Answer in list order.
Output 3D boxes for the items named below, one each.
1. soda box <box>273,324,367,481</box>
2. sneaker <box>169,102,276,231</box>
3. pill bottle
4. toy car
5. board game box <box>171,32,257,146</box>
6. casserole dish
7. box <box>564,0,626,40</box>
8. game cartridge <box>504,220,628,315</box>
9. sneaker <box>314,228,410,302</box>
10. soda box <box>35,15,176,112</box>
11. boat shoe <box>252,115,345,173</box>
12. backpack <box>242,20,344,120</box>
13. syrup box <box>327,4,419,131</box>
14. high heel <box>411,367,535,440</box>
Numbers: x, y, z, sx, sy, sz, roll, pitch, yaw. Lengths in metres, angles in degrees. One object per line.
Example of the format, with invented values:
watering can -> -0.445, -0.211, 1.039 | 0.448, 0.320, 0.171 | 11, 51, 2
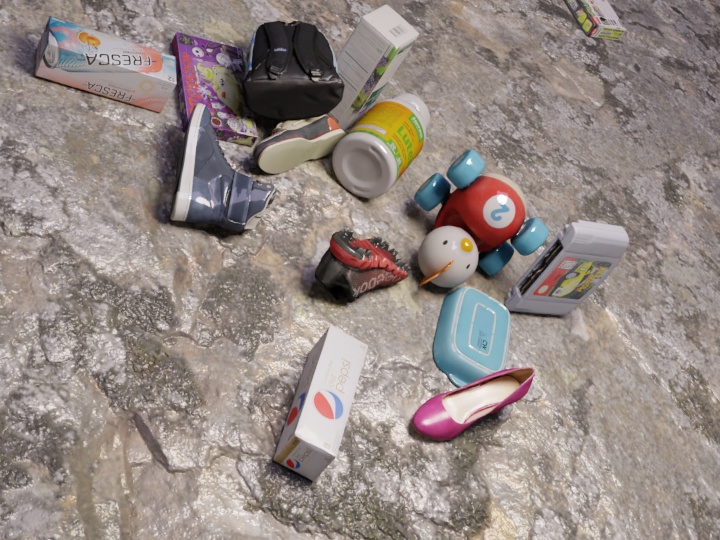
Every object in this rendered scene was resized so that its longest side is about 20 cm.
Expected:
soda box -> -0.050, 0.172, 1.499 | 0.063, 0.068, 0.201 | 29, 42, -11
sneaker -> -0.194, -0.145, 1.660 | 0.145, 0.077, 0.204 | 10, 57, -13
pill bottle -> 0.042, -0.213, 1.872 | 0.111, 0.111, 0.200 | 38, 41, 0
toy car -> 0.159, -0.044, 1.780 | 0.184, 0.177, 0.201 | 44, 53, -11
board game box -> -0.232, -0.288, 1.809 | 0.119, 0.032, 0.202 | 6, 51, -26
casserole dish -> 0.178, 0.099, 1.750 | 0.120, 0.039, 0.201 | 29, 43, -10
box -> 0.521, -0.619, 2.630 | 0.109, 0.035, 0.201 | -2, 55, -36
game cartridge -> 0.334, 0.001, 1.824 | 0.132, 0.201, 0.041 | 2, 50, -34
sneaker -> 0.000, 0.000, 1.688 | 0.071, 0.098, 0.200 | 46, 17, 27
soda box -> -0.374, -0.302, 1.686 | 0.198, 0.068, 0.064 | 13, 47, -27
boat shoe -> -0.104, -0.206, 1.793 | 0.063, 0.071, 0.199 | 48, 40, 15
backpack -> -0.114, -0.323, 1.825 | 0.161, 0.154, 0.202 | -3, 52, -9
syrup box -> 0.005, -0.331, 1.883 | 0.081, 0.200, 0.079 | 43, 42, 7
high heel -> 0.163, 0.183, 1.620 | 0.198, 0.096, 0.068 | -5, 57, -38
